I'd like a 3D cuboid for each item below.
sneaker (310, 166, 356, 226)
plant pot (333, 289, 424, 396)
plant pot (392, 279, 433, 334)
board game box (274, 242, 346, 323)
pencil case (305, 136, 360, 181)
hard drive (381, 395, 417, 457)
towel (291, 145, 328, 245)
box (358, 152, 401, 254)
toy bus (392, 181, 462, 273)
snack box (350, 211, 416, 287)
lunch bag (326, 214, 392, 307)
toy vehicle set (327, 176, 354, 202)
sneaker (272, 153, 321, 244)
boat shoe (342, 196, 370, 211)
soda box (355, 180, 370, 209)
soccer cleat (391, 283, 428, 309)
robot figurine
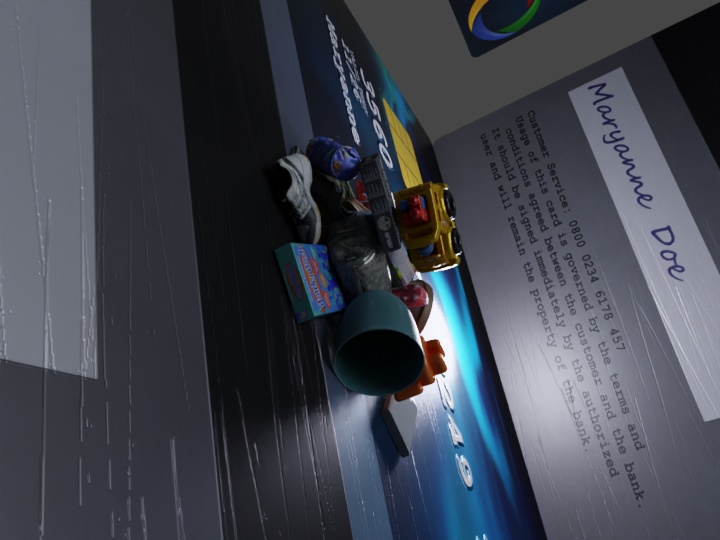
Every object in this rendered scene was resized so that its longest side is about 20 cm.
[{"bbox_3d":[-0.080,-0.190,1.468,0.202,0.074,0.071,56,21,-30],"label":"sneaker"},{"bbox_3d":[0.036,0.144,1.354,0.203,0.196,0.164,55,19,-35],"label":"plant pot"},{"bbox_3d":[0.100,0.104,1.642,0.091,0.202,0.204,27,35,-20],"label":"plant pot"},{"bbox_3d":[-0.101,0.023,1.313,0.157,0.044,0.199,71,17,5],"label":"board game box"},{"bbox_3d":[-0.067,-0.268,1.466,0.077,0.088,0.199,32,3,-30],"label":"pencil case"},{"bbox_3d":[0.103,0.361,1.585,0.135,0.026,0.201,65,18,-13],"label":"hard drive"},{"bbox_3d":[-0.114,-0.184,1.519,0.194,0.034,0.204,55,23,-39],"label":"towel"},{"bbox_3d":[0.049,-0.158,1.412,0.162,0.047,0.206,-80,154,-74],"label":"box"},{"bbox_3d":[0.145,-0.102,1.424,0.191,0.132,0.208,0,78,-68],"label":"toy bus"},{"bbox_3d":[0.035,-0.057,1.607,0.068,0.166,0.203,-49,125,-27],"label":"snack box"},{"bbox_3d":[0.000,0.000,1.454,0.171,0.134,0.204,-87,165,-48],"label":"lunch bag"},{"bbox_3d":[-0.048,-0.214,1.703,0.202,0.026,0.127,65,15,-46],"label":"toy vehicle set"},{"bbox_3d":[-0.146,-0.149,1.358,0.086,0.074,0.207,-16,96,-41],"label":"sneaker"},{"bbox_3d":[0.022,-0.130,1.672,0.200,0.071,0.069,47,59,-28],"label":"boat shoe"},{"bbox_3d":[0.022,-0.181,1.756,0.201,0.061,0.072,85,-2,-69],"label":"soda box"},{"bbox_3d":[0.076,0.072,1.553,0.077,0.194,0.069,46,45,-52],"label":"soccer cleat"},{"bbox_3d":[0.105,0.223,1.461,0.116,0.194,0.149,6,67,-74],"label":"robot figurine"}]
